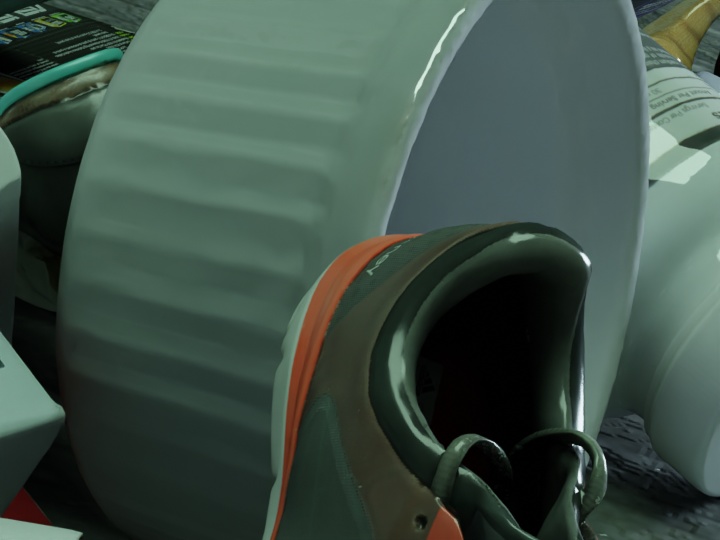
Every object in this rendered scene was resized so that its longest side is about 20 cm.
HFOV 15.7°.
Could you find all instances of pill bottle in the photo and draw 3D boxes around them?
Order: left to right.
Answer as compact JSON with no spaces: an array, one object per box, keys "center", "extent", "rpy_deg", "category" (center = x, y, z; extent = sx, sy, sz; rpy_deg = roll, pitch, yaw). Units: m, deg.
[{"center":[0.078,-0.023,0.888],"extent":[0.116,0.117,0.200],"rpy_deg":[-12,47,-47],"category":"pill bottle"}]

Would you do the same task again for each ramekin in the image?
[{"center":[0.000,0.000,0.722],"extent":[0.097,0.202,0.200],"rpy_deg":[12,19,24],"category":"ramekin"}]

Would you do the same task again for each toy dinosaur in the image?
[{"center":[0.130,-0.094,1.197],"extent":[0.106,0.061,0.200],"rpy_deg":[18,50,26],"category":"toy dinosaur"}]

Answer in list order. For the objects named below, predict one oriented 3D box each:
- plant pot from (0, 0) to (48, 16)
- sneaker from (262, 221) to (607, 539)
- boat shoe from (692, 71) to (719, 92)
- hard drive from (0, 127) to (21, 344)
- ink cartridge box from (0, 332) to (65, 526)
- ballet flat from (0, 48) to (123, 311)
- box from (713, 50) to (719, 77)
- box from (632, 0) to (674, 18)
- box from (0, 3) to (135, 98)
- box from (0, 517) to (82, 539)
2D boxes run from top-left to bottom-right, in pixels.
[{"center":[-0.251,-0.158,0.945],"extent":[0.199,0.198,0.195],"rpy_deg":[-31,22,-37],"category":"plant pot"},{"center":[0.011,0.079,0.532],"extent":[0.077,0.202,0.082],"rpy_deg":[13,-20,-25],"category":"sneaker"},{"center":[0.089,-0.046,1.052],"extent":[0.068,0.074,0.199],"rpy_deg":[33,35,14],"category":"boat shoe"},{"center":[-0.142,-0.047,0.741],"extent":[0.026,0.200,0.132],"rpy_deg":[-34,83,-15],"category":"hard drive"},{"center":[-0.176,-0.002,0.665],"extent":[0.175,0.084,0.200],"rpy_deg":[-17,61,-49],"category":"ink cartridge box"},{"center":[-0.093,-0.022,0.798],"extent":[0.068,0.069,0.200],"rpy_deg":[-24,5,-9],"category":"ballet flat"},{"center":[0.276,-0.087,1.261],"extent":[0.199,0.075,0.100],"rpy_deg":[-2,25,-37],"category":"box"},{"center":[0.051,-0.134,1.069],"extent":[0.199,0.107,0.122],"rpy_deg":[-24,-1,33],"category":"box"},{"center":[-0.098,-0.044,0.983],"extent":[0.192,0.048,0.200],"rpy_deg":[21,22,16],"category":"box"},{"center":[-0.140,0.118,0.461],"extent":[0.155,0.041,0.201],"rpy_deg":[10,43,-5],"category":"box"}]
